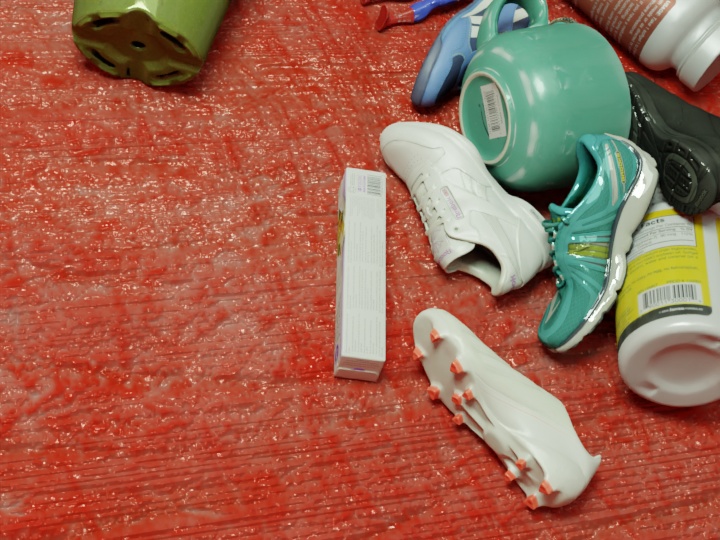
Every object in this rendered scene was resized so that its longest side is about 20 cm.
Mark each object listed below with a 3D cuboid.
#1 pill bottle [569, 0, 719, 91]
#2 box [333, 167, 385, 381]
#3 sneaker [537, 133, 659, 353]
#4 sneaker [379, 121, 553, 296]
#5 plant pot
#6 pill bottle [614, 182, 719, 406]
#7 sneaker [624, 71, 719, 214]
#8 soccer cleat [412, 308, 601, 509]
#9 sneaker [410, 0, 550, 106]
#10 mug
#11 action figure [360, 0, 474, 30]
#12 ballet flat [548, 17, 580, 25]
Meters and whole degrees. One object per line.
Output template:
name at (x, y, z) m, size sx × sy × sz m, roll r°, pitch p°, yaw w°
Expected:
pill bottle at (0.311, -0.287, 1.350) m, size 0.112 × 0.112 × 0.200 m, roll -35°, pitch 73°, yaw -31°
box at (0.000, 0.000, 1.118) m, size 0.041 × 0.039 × 0.201 m, roll 6°, pitch 56°, yaw -10°
sneaker at (0.194, -0.026, 1.130) m, size 0.079 × 0.077 × 0.201 m, roll 20°, pitch 86°, yaw -20°
sneaker at (0.085, -0.059, 1.159) m, size 0.200 × 0.075 × 0.100 m, roll 42°, pitch 55°, yaw 13°
plant pot at (-0.188, -0.282, 1.179) m, size 0.199 × 0.200 × 0.191 m, roll 13°, pitch 68°, yaw -7°
pill bottle at (0.285, 0.011, 1.140) m, size 0.113 × 0.115 × 0.201 m, roll 14°, pitch 47°, yaw -6°
sneaker at (0.295, -0.120, 1.161) m, size 0.090 × 0.076 × 0.200 m, roll -10°, pitch 42°, yaw -18°
soccer cleat at (0.120, 0.110, 1.069) m, size 0.077 × 0.069 × 0.200 m, roll -31°, pitch 77°, yaw -35°
sneaker at (0.125, -0.221, 1.279) m, size 0.082 × 0.074 × 0.200 m, roll 40°, pitch 57°, yaw 9°
mug at (0.155, -0.161, 1.200) m, size 0.114 × 0.153 × 0.185 m, roll -12°, pitch 47°, yaw -26°
action figure at (0.100, -0.302, 1.341) m, size 0.199 × 0.052 × 0.066 m, roll -17°, pitch 60°, yaw -27°
ballet flat at (0.237, -0.160, 1.272) m, size 0.075 × 0.068 × 0.201 m, roll 8°, pitch 61°, yaw -54°
